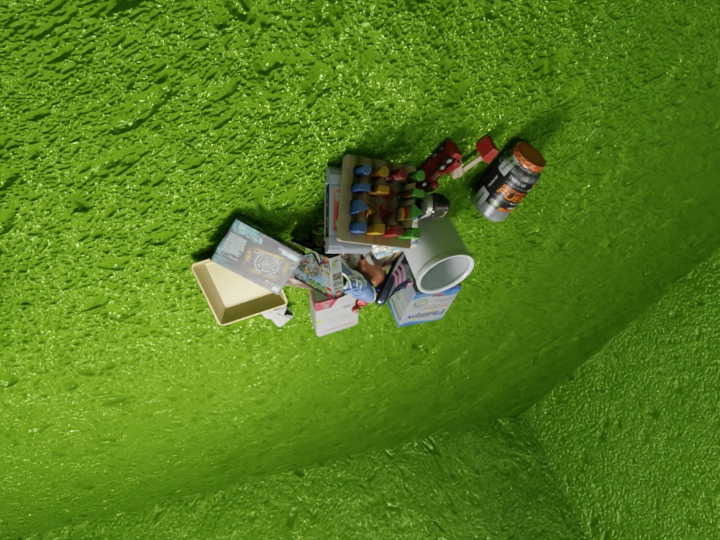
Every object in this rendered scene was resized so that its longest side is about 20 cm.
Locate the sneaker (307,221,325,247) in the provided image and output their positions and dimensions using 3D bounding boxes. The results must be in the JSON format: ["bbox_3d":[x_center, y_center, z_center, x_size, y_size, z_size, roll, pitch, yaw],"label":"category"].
[{"bbox_3d":[-0.082,-0.080,1.498,0.078,0.078,0.199,40,145,-21],"label":"sneaker"}]

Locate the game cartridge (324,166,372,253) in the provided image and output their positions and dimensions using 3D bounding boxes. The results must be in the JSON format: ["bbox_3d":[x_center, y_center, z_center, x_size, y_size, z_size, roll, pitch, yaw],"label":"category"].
[{"bbox_3d":[-0.022,-0.143,1.402,0.131,0.204,0.041,-2,-176,-31],"label":"game cartridge"}]

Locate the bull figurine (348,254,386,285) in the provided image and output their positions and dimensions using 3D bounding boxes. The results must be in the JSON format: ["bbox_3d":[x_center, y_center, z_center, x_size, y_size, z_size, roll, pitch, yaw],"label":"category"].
[{"bbox_3d":[0.000,0.000,1.648,0.120,0.066,0.200,-29,146,17],"label":"bull figurine"}]

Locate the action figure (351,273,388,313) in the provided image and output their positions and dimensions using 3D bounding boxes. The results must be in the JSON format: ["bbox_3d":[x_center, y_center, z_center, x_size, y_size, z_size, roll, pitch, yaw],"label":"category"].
[{"bbox_3d":[0.046,0.065,1.759,0.199,0.052,0.065,-36,178,-26],"label":"action figure"}]

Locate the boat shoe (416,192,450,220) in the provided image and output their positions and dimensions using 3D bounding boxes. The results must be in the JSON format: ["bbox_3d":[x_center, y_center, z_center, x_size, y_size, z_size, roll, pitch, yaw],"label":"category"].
[{"bbox_3d":[0.181,-0.164,1.510,0.059,0.073,0.201,3,-173,-5],"label":"boat shoe"}]

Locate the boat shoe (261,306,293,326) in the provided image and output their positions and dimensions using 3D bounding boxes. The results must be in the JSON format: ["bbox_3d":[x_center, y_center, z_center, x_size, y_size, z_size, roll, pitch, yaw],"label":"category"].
[{"bbox_3d":[-0.253,0.106,1.735,0.068,0.072,0.200,-26,157,4],"label":"boat shoe"}]

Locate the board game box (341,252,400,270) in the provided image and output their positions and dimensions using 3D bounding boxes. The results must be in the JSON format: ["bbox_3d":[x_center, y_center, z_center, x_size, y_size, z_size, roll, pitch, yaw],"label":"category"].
[{"bbox_3d":[0.008,-0.037,1.704,0.197,0.047,0.152,3,140,-36],"label":"board game box"}]

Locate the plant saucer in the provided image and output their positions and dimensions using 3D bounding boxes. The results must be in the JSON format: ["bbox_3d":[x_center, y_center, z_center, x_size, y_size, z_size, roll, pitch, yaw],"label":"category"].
[{"bbox_3d":[-0.312,0.027,1.526,0.197,0.049,0.203,-17,121,1],"label":"plant saucer"}]

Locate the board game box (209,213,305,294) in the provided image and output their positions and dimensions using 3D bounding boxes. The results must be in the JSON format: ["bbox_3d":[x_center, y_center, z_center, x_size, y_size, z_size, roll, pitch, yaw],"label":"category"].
[{"bbox_3d":[-0.254,-0.037,1.453,0.198,0.028,0.136,29,112,-23],"label":"board game box"}]

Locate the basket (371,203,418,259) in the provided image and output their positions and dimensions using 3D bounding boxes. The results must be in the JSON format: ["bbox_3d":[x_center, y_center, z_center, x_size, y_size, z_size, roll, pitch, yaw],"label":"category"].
[{"bbox_3d":[0.065,-0.146,1.507,0.173,0.140,0.203,-14,121,-6],"label":"basket"}]

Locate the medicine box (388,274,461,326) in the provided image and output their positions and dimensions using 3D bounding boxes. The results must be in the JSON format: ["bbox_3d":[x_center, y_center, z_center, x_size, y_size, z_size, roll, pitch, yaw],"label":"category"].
[{"bbox_3d":[0.213,0.083,1.963,0.179,0.104,0.201,-8,145,-23],"label":"medicine box"}]

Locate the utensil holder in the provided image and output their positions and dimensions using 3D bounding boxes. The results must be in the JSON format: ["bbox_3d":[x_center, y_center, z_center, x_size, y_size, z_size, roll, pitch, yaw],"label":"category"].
[{"bbox_3d":[0.201,-0.067,1.635,0.167,0.202,0.171,-15,148,-10],"label":"utensil holder"}]

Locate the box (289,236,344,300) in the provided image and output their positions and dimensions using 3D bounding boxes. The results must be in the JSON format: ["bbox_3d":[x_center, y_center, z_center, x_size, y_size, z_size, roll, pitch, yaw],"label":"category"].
[{"bbox_3d":[-0.112,-0.009,1.486,0.034,0.199,0.112,-18,114,-31],"label":"box"}]

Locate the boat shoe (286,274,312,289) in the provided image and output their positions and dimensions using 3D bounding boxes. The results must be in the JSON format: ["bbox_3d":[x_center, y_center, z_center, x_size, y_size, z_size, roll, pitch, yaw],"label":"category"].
[{"bbox_3d":[-0.198,0.006,1.619,0.071,0.077,0.199,-33,138,24],"label":"boat shoe"}]

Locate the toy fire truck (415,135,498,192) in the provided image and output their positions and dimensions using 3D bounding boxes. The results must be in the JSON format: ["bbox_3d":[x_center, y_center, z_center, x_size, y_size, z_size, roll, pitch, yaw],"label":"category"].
[{"bbox_3d":[0.240,-0.271,1.498,0.140,0.049,0.200,8,140,-45],"label":"toy fire truck"}]

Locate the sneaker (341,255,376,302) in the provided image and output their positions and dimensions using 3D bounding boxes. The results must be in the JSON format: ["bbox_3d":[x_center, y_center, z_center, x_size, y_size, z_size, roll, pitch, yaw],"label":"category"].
[{"bbox_3d":[-0.033,0.037,1.563,0.075,0.078,0.199,-35,126,26],"label":"sneaker"}]

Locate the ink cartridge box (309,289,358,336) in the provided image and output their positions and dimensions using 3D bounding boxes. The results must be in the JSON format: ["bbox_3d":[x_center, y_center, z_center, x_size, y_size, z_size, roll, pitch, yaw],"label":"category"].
[{"bbox_3d":[-0.083,0.106,1.823,0.143,0.084,0.201,-15,147,-14],"label":"ink cartridge box"}]

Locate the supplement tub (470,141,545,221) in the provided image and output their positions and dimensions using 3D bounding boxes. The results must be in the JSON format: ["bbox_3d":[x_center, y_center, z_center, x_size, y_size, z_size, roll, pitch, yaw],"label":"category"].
[{"bbox_3d":[0.398,-0.240,1.577,0.121,0.124,0.201,1,141,-33],"label":"supplement tub"}]

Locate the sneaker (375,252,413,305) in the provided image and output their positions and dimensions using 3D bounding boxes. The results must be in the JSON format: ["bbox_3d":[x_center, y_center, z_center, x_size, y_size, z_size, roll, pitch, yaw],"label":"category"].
[{"bbox_3d":[0.113,0.035,1.718,0.081,0.201,0.070,34,150,-5],"label":"sneaker"}]

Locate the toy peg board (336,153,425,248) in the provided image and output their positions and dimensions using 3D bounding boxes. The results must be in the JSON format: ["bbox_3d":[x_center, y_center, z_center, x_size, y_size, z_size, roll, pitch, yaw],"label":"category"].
[{"bbox_3d":[0.058,-0.162,1.366,0.196,0.204,0.097,5,178,-27],"label":"toy peg board"}]
